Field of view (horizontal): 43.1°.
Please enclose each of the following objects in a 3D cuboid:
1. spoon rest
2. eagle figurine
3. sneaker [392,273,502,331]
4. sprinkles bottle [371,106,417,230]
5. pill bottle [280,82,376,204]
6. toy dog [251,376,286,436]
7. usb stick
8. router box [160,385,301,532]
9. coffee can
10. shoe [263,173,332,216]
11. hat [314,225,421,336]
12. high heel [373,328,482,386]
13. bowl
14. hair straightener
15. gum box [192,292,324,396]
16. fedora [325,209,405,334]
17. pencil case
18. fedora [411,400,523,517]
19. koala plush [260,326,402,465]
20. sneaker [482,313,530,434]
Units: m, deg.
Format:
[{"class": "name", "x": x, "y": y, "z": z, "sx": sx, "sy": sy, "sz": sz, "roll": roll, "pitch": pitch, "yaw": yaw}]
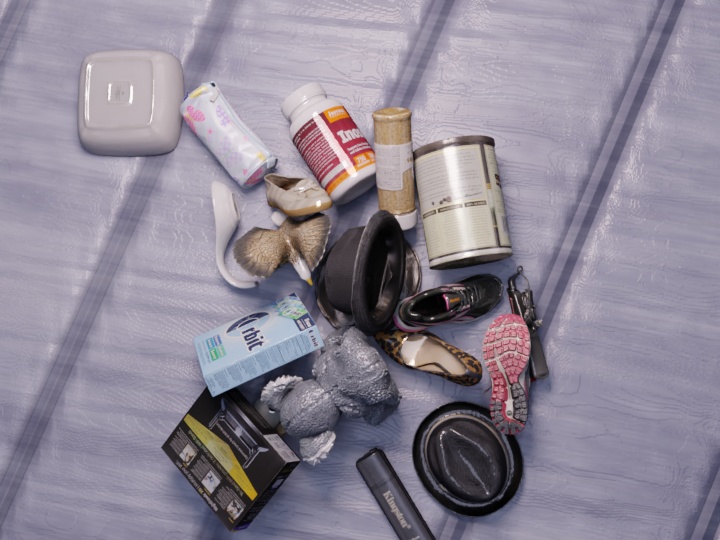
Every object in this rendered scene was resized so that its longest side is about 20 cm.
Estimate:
[{"class": "spoon rest", "x": -0.237, "y": -0.061, "z": 1.622, "sx": 0.060, "sy": 0.099, "sz": 0.201, "roll": -15, "pitch": 93, "yaw": 2}, {"class": "eagle figurine", "x": -0.118, "y": -0.041, "z": 1.547, "sx": 0.150, "sy": 0.200, "sz": 0.152, "roll": 31, "pitch": 88, "yaw": 9}, {"class": "sneaker", "x": 0.157, "y": 0.057, "z": 1.552, "sx": 0.199, "sy": 0.086, "sz": 0.081, "roll": -20, "pitch": 84, "yaw": -13}, {"class": "sprinkles bottle", "x": 0.058, "y": -0.170, "z": 1.537, "sx": 0.068, "sy": 0.068, "sz": 0.201, "roll": -2, "pitch": 112, "yaw": 6}, {"class": "pill bottle", "x": -0.054, "y": -0.226, "z": 1.604, "sx": 0.113, "sy": 0.113, "sz": 0.200, "roll": -34, "pitch": 82, "yaw": 2}, {"class": "toy dog", "x": -0.193, "y": 0.267, "z": 1.573, "sx": 0.132, "sy": 0.096, "sz": 0.200, "roll": 40, "pitch": 88, "yaw": 15}, {"class": "usb stick", "x": 0.061, "y": 0.400, "z": 1.565, "sx": 0.055, "sy": 0.033, "sz": 0.201, "roll": -32, "pitch": 82, "yaw": 1}, {"class": "router box", "x": -0.218, "y": 0.304, "z": 1.515, "sx": 0.200, "sy": 0.052, "sz": 0.157, "roll": 44, "pitch": 102, "yaw": 23}, {"class": "coffee can", "x": 0.172, "y": -0.113, "z": 1.551, "sx": 0.145, "sy": 0.146, "sz": 0.201, "roll": -9, "pitch": 83, "yaw": 5}, {"class": "shoe", "x": -0.114, "y": -0.132, "z": 1.566, "sx": 0.070, "sy": 0.200, "sz": 0.054, "roll": -24, "pitch": 112, "yaw": -26}, {"class": "hat", "x": 0.010, "y": 0.016, "z": 1.588, "sx": 0.199, "sy": 0.081, "sz": 0.202, "roll": -1, "pitch": 85, "yaw": 5}, {"class": "high heel", "x": 0.111, "y": 0.139, "z": 1.532, "sx": 0.199, "sy": 0.143, "sz": 0.072, "roll": 20, "pitch": 86, "yaw": 8}, {"class": "bowl", "x": -0.431, "y": -0.317, "z": 1.676, "sx": 0.198, "sy": 0.075, "sz": 0.201, "roll": 0, "pitch": 82, "yaw": 6}, {"class": "hair straightener", "x": 0.293, "y": 0.087, "z": 1.557, "sx": 0.041, "sy": 0.077, "sz": 0.201, "roll": 1, "pitch": 76, "yaw": -27}, {"class": "gum box", "x": -0.176, "y": 0.120, "z": 1.537, "sx": 0.199, "sy": 0.170, "sz": 0.045, "roll": -23, "pitch": 112, "yaw": -8}, {"class": "fedora", "x": 0.000, "y": 0.000, "z": 1.478, "sx": 0.091, "sy": 0.200, "sz": 0.202, "roll": 5, "pitch": 84, "yaw": 26}, {"class": "pencil case", "x": -0.235, "y": -0.244, "z": 1.640, "sx": 0.091, "sy": 0.083, "sz": 0.200, "roll": -42, "pitch": 82, "yaw": 23}, {"class": "fedora", "x": 0.180, "y": 0.318, "z": 1.530, "sx": 0.199, "sy": 0.092, "sz": 0.202, "roll": -1, "pitch": 84, "yaw": 6}, {"class": "koala plush", "x": -0.051, "y": 0.205, "z": 1.504, "sx": 0.199, "sy": 0.184, "sz": 0.178, "roll": -33, "pitch": 84, "yaw": -9}, {"class": "sneaker", "x": 0.247, "y": 0.174, "z": 1.536, "sx": 0.080, "sy": 0.075, "sz": 0.201, "roll": 1, "pitch": 83, "yaw": 14}]
